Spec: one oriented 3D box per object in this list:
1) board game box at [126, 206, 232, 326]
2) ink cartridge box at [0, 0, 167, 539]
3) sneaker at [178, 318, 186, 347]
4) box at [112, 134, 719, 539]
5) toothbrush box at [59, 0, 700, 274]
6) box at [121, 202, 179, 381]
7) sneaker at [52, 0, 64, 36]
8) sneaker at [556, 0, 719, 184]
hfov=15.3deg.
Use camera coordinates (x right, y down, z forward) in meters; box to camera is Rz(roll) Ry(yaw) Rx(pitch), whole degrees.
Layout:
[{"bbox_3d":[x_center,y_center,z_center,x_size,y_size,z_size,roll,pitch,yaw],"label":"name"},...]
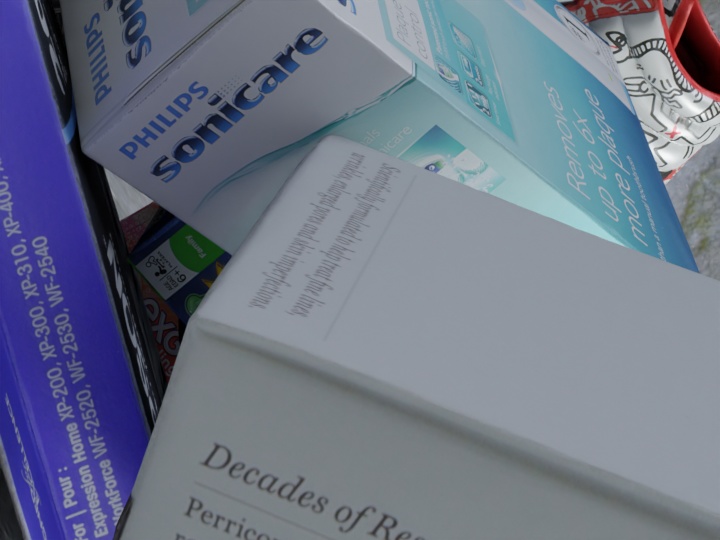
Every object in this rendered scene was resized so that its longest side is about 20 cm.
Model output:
[{"bbox_3d":[0.000,0.000,0.903,0.135,0.034,0.200,48,21,-10],"label":"board game box"},{"bbox_3d":[-0.097,-0.018,0.782,0.200,0.043,0.199,-107,-178,-74],"label":"ink cartridge box"},{"bbox_3d":[-0.035,0.079,0.885,0.076,0.091,0.201,22,35,-31],"label":"sneaker"},{"bbox_3d":[0.046,0.076,0.672,0.199,0.131,0.199,21,16,3],"label":"box"},{"bbox_3d":[0.004,-0.056,0.833,0.200,0.085,0.147,35,26,-33],"label":"toothbrush box"},{"bbox_3d":[-0.044,0.021,1.071,0.103,0.094,0.200,62,2,4],"label":"box"},{"bbox_3d":[-0.138,-0.129,1.160,0.081,0.074,0.200,62,2,-17],"label":"sneaker"},{"bbox_3d":[0.049,-0.106,0.964,0.201,0.108,0.067,47,32,-11],"label":"sneaker"}]
